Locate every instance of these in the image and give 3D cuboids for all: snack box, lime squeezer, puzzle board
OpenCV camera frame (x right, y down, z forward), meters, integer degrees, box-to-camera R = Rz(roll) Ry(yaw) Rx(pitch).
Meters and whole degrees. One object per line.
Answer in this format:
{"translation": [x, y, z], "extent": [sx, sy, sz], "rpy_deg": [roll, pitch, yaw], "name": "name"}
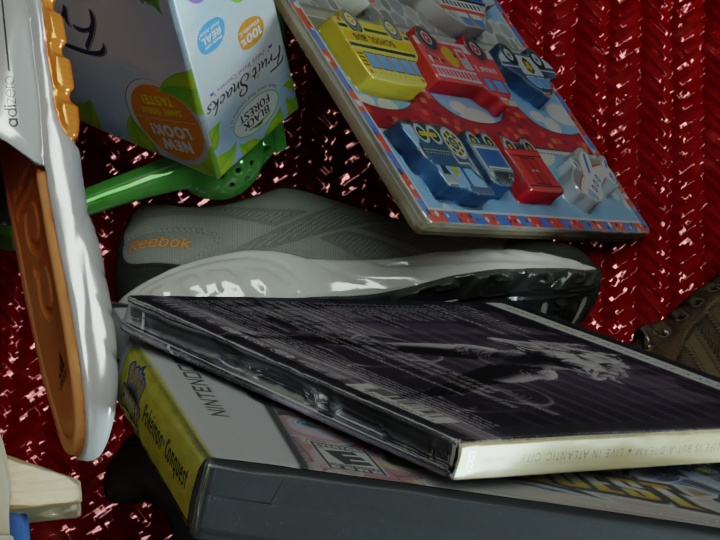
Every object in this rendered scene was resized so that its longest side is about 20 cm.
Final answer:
{"translation": [-0.124, -0.130, 0.849], "extent": [0.200, 0.142, 0.053], "rpy_deg": [23, 54, 34], "name": "snack box"}
{"translation": [-0.057, -0.058, 0.902], "extent": [0.200, 0.071, 0.038], "rpy_deg": [-50, 124, -42], "name": "lime squeezer"}
{"translation": [0.036, -0.077, 0.900], "extent": [0.151, 0.017, 0.200], "rpy_deg": [59, 25, 17], "name": "puzzle board"}

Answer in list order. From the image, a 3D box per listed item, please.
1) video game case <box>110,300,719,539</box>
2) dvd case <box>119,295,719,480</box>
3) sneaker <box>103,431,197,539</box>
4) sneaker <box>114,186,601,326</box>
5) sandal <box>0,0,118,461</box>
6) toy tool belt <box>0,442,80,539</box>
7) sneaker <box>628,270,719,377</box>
{"translation": [0.025, 0.057, 0.736], "extent": [0.199, 0.181, 0.026], "rpy_deg": [9, 100, -17], "name": "video game case"}
{"translation": [0.042, 0.036, 0.756], "extent": [0.200, 0.149, 0.016], "rpy_deg": [1, 104, -47], "name": "dvd case"}
{"translation": [-0.020, 0.129, 0.838], "extent": [0.091, 0.076, 0.200], "rpy_deg": [-32, 79, -1], "name": "sneaker"}
{"translation": [0.000, 0.000, 0.899], "extent": [0.200, 0.074, 0.079], "rpy_deg": [1, 48, -16], "name": "sneaker"}
{"translation": [-0.127, -0.034, 0.767], "extent": [0.059, 0.079, 0.207], "rpy_deg": [-6, 66, -21], "name": "sandal"}
{"translation": [-0.147, 0.101, 0.737], "extent": [0.125, 0.200, 0.123], "rpy_deg": [-10, 68, -15], "name": "toy tool belt"}
{"translation": [0.130, 0.041, 0.907], "extent": [0.075, 0.070, 0.200], "rpy_deg": [28, 62, 3], "name": "sneaker"}
